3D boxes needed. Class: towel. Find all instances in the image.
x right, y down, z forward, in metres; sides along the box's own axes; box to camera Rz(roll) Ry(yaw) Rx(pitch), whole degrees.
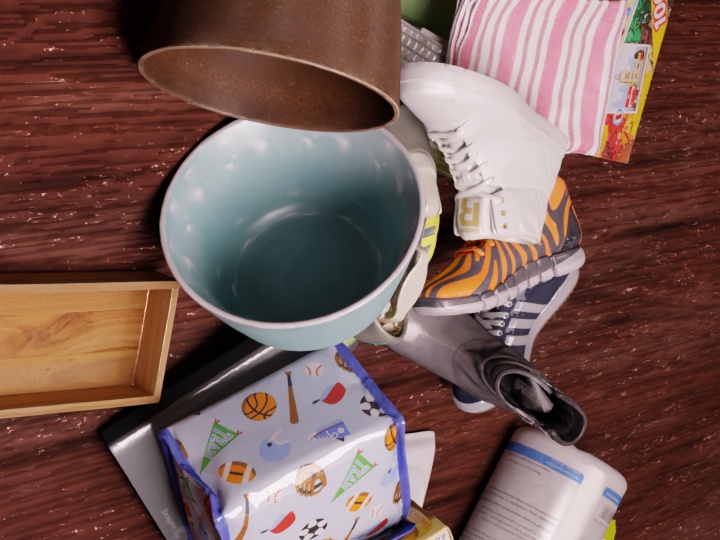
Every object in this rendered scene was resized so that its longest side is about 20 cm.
[{"bbox_3d":[0.153,-0.171,1.270,0.200,0.030,0.146,-1,107,-37],"label":"towel"}]

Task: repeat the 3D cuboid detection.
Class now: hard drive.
[{"bbox_3d":[-0.097,0.128,1.191,0.200,0.033,0.140,-32,130,-12],"label":"hard drive"}]

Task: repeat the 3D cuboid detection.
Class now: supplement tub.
[{"bbox_3d":[0.176,0.275,1.508,0.132,0.132,0.200,38,78,-48],"label":"supplement tub"}]

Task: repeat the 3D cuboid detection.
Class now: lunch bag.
[{"bbox_3d":[-0.051,0.183,1.156,0.170,0.124,0.200,-24,141,-18],"label":"lunch bag"}]

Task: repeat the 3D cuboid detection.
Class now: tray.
[{"bbox_3d":[-0.226,0.052,1.059,0.200,0.037,0.099,-1,106,-47],"label":"tray"}]

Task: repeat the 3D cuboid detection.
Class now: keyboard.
[{"bbox_3d":[0.044,-0.167,1.208,0.200,0.011,0.056,23,89,-46],"label":"keyboard"}]

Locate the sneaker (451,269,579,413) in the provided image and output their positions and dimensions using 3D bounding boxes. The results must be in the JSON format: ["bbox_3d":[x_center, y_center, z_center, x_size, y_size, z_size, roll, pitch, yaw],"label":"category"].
[{"bbox_3d":[0.135,0.033,1.409,0.200,0.070,0.109,-55,139,-21],"label":"sneaker"}]

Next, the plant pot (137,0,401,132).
[{"bbox_3d":[-0.049,-0.222,1.049,0.187,0.187,0.200,20,77,-49],"label":"plant pot"}]

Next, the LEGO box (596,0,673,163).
[{"bbox_3d":[0.211,-0.214,1.382,0.149,0.077,0.200,5,102,-48],"label":"LEGO box"}]

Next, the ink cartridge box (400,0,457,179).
[{"bbox_3d":[0.081,-0.190,1.278,0.145,0.048,0.200,21,93,-48],"label":"ink cartridge box"}]

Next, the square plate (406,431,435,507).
[{"bbox_3d":[-0.007,0.256,1.384,0.198,0.028,0.200,0,106,-46],"label":"square plate"}]

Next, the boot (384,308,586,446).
[{"bbox_3d":[0.106,0.080,1.304,0.200,0.132,0.070,26,93,-17],"label":"boot"}]

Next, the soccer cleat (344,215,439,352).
[{"bbox_3d":[0.000,0.001,1.252,0.200,0.065,0.084,-52,147,-16],"label":"soccer cleat"}]

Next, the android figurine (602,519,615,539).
[{"bbox_3d":[0.238,0.348,1.675,0.182,0.041,0.200,2,106,-47],"label":"android figurine"}]

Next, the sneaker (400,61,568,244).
[{"bbox_3d":[0.094,-0.085,1.178,0.200,0.074,0.116,25,74,-43],"label":"sneaker"}]

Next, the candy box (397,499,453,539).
[{"bbox_3d":[-0.029,0.264,1.263,0.200,0.117,0.057,-26,118,-23],"label":"candy box"}]

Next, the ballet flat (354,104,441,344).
[{"bbox_3d":[0.037,-0.036,1.203,0.067,0.064,0.200,12,91,-46],"label":"ballet flat"}]

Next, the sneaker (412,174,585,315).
[{"bbox_3d":[0.114,-0.033,1.302,0.200,0.078,0.112,-23,106,-39],"label":"sneaker"}]

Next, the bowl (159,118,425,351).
[{"bbox_3d":[-0.045,-0.019,1.128,0.201,0.201,0.105,-49,155,-21],"label":"bowl"}]
